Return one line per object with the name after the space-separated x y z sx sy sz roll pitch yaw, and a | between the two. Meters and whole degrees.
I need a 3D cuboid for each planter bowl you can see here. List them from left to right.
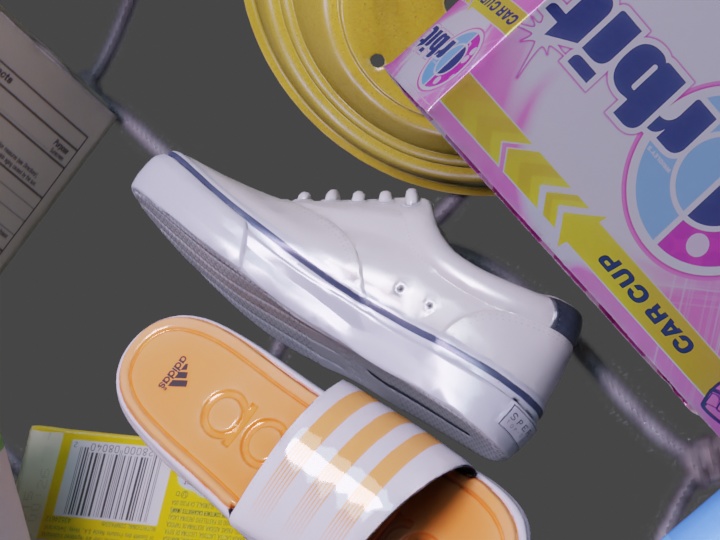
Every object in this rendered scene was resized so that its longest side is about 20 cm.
0.042 -0.112 1.151 0.199 0.084 0.202 3 110 9 | planter bowl

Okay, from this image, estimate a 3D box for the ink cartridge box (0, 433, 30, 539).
-0.202 0.139 1.153 0.145 0.088 0.201 -6 111 20 | ink cartridge box

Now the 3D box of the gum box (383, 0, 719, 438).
0.119 -0.037 1.099 0.113 0.200 0.066 -43 22 2 | gum box

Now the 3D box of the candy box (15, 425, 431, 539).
-0.055 0.121 1.194 0.199 0.026 0.103 4 72 24 | candy box

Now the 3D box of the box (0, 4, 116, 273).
-0.223 -0.036 1.268 0.109 0.128 0.200 33 84 30 | box

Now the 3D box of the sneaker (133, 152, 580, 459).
0.000 0.000 1.194 0.200 0.073 0.071 32 75 20 | sneaker

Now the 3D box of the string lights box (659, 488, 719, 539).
0.188 0.105 1.081 0.200 0.059 0.103 -41 62 3 | string lights box

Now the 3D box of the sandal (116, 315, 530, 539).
-0.029 0.074 1.155 0.206 0.059 0.079 30 79 31 | sandal
